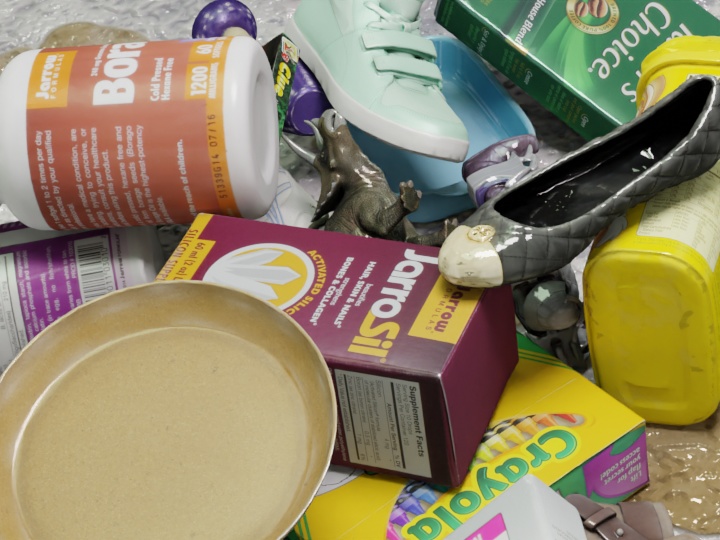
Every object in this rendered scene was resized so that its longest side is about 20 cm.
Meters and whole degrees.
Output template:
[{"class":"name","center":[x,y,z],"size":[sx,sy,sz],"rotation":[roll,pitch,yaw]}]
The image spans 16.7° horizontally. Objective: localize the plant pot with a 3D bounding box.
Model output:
[{"class":"plant pot","center":[-0.108,0.094,1.311],"size":[0.198,0.028,0.201],"rotation":[-6,54,8]}]

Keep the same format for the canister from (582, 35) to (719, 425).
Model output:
[{"class":"canister","center":[0.196,-0.024,1.487],"size":[0.086,0.149,0.201],"rotation":[5,43,19]}]

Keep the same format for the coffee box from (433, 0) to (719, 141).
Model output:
[{"class":"coffee box","center":[0.164,-0.157,1.661],"size":[0.200,0.044,0.123],"rotation":[40,64,12]}]

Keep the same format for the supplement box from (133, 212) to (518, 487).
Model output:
[{"class":"supplement box","center":[-0.021,0.043,1.410],"size":[0.199,0.086,0.111],"rotation":[8,42,22]}]

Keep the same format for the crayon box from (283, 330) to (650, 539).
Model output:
[{"class":"crayon box","center":[0.038,0.114,1.426],"size":[0.199,0.059,0.172],"rotation":[-32,43,-24]}]

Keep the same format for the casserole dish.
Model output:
[{"class":"casserole dish","center":[0.046,-0.096,1.699],"size":[0.120,0.039,0.200],"rotation":[-20,39,-10]}]

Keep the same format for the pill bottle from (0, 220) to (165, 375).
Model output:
[{"class":"pill bottle","center":[-0.222,0.026,1.557],"size":[0.198,0.113,0.113],"rotation":[-11,38,0]}]

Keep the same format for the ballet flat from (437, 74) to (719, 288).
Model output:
[{"class":"ballet flat","center":[0.124,-0.051,1.383],"size":[0.199,0.057,0.066],"rotation":[-31,46,-19]}]

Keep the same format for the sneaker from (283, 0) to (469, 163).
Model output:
[{"class":"sneaker","center":[0.025,-0.160,1.623],"size":[0.073,0.119,0.201],"rotation":[10,27,-40]}]

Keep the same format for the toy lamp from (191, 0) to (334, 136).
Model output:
[{"class":"toy lamp","center":[-0.068,-0.143,1.741],"size":[0.058,0.059,0.200],"rotation":[-23,29,-14]}]

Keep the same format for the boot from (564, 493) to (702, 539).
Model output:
[{"class":"boot","center":[0.137,0.197,1.298],"size":[0.145,0.071,0.200],"rotation":[-14,45,-16]}]

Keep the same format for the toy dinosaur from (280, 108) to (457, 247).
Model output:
[{"class":"toy dinosaur","center":[0.000,0.000,1.545],"size":[0.102,0.077,0.201],"rotation":[-7,69,42]}]

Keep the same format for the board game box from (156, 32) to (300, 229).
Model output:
[{"class":"board game box","center":[-0.123,-0.074,1.633],"size":[0.199,0.023,0.105],"rotation":[-29,37,36]}]

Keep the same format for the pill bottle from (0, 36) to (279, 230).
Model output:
[{"class":"pill bottle","center":[-0.155,-0.082,1.495],"size":[0.198,0.113,0.113],"rotation":[-3,39,8]}]

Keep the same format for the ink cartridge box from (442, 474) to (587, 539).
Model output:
[{"class":"ink cartridge box","center":[0.041,0.225,1.224],"size":[0.200,0.043,0.174],"rotation":[-40,33,19]}]

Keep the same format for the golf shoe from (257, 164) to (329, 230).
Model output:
[{"class":"golf shoe","center":[-0.063,-0.036,1.644],"size":[0.096,0.079,0.201],"rotation":[7,41,-8]}]

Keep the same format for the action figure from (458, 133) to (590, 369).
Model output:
[{"class":"action figure","center":[0.106,-0.012,1.517],"size":[0.069,0.131,0.200],"rotation":[-13,27,-6]}]
